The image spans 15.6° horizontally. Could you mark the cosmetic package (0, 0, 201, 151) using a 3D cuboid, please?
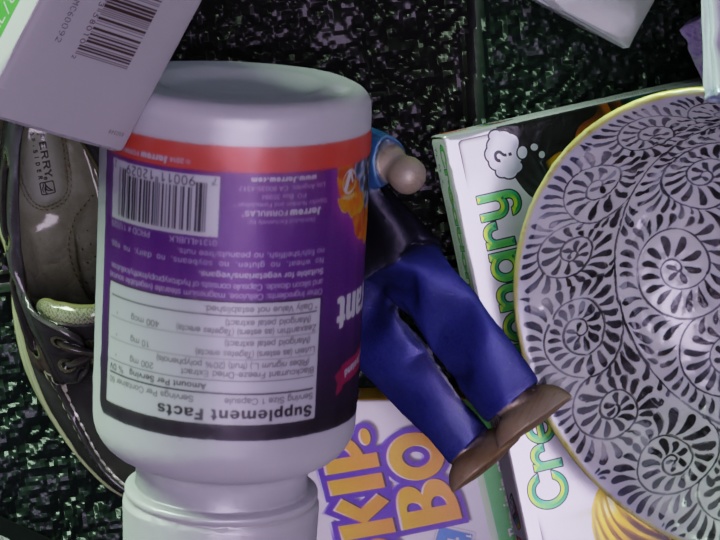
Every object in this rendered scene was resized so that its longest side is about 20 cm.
[{"bbox_3d":[-0.153,-0.143,1.033,0.085,0.200,0.108,13,109,-53],"label":"cosmetic package"}]

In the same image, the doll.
[{"bbox_3d":[0.000,0.000,1.135,0.200,0.048,0.136,53,135,9],"label":"doll"}]

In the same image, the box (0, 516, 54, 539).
[{"bbox_3d":[-0.135,0.204,1.171,0.199,0.079,0.142,26,93,-13],"label":"box"}]

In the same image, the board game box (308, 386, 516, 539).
[{"bbox_3d":[0.034,0.102,1.203,0.199,0.030,0.096,0,100,-6],"label":"board game box"}]

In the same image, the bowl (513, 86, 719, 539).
[{"bbox_3d":[0.173,0.012,1.104,0.200,0.094,0.202,12,111,31],"label":"bowl"}]

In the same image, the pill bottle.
[{"bbox_3d":[-0.054,0.021,1.079,0.111,0.111,0.201,1,105,-8],"label":"pill bottle"}]

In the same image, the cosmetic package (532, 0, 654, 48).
[{"bbox_3d":[0.110,-0.207,1.122,0.107,0.090,0.201,30,98,-14],"label":"cosmetic package"}]

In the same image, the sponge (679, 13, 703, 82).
[{"bbox_3d":[0.227,-0.039,1.137,0.111,0.030,0.201,-23,94,28],"label":"sponge"}]

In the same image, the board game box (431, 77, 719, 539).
[{"bbox_3d":[0.114,0.024,1.176,0.126,0.035,0.201,-13,93,-8],"label":"board game box"}]

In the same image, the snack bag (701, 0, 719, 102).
[{"bbox_3d":[0.192,-0.158,1.054,0.188,0.021,0.201,-1,83,-40],"label":"snack bag"}]

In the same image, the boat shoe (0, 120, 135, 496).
[{"bbox_3d":[-0.120,0.012,1.141,0.071,0.066,0.202,-17,103,-5],"label":"boat shoe"}]
